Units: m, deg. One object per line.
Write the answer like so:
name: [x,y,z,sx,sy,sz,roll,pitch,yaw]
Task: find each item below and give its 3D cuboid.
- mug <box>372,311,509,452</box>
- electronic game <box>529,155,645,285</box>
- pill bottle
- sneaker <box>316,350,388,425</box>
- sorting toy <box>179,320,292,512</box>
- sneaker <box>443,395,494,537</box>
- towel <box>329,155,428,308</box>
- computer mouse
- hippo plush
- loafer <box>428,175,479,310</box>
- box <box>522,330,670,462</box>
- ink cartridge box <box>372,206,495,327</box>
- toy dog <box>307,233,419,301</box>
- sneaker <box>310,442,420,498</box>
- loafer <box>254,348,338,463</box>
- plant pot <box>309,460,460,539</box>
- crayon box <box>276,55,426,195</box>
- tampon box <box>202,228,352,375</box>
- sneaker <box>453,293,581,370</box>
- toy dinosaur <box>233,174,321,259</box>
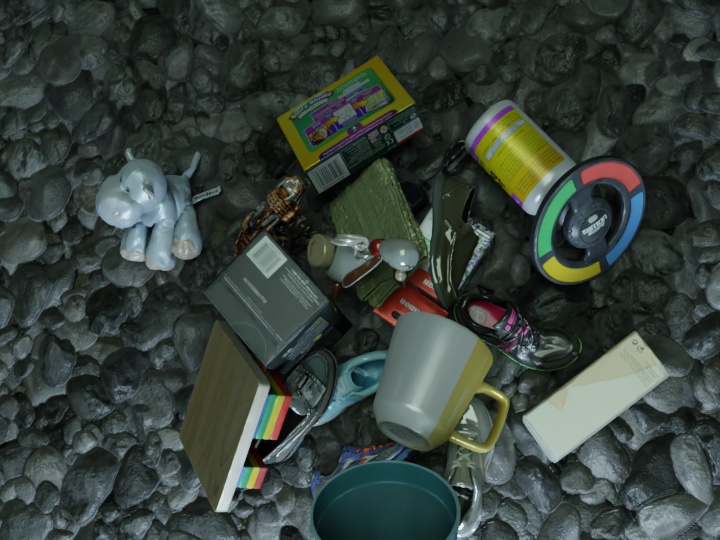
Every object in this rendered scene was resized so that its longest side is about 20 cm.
mug: [0.106,0.167,1.156,0.184,0.150,0.155,16,62,22]
electronic game: [0.329,-0.069,1.205,0.199,0.201,0.042,-39,39,-1]
pill bottle: [0.258,-0.157,1.272,0.104,0.104,0.200,-41,73,-2]
sneaker: [-0.027,0.170,1.257,0.198,0.082,0.075,-30,73,3]
sorting toy: [-0.182,0.209,1.222,0.199,0.069,0.203,40,114,55]
sneaker: [0.152,0.278,1.196,0.074,0.092,0.204,3,77,11]
towel: [0.026,-0.060,1.283,0.148,0.036,0.202,-41,58,33]
computer mouse: [0.104,-0.136,1.337,0.199,0.034,0.059,-39,57,-6]
hippo plush: [-0.326,-0.099,1.331,0.199,0.161,0.160,-35,73,1]
loafer: [0.140,-0.043,1.229,0.068,0.075,0.204,-1,77,13]
box: [0.331,0.182,1.187,0.199,0.095,0.078,-36,73,-1]
ink cartridge box: [0.111,0.004,1.288,0.108,0.050,0.202,33,84,14]
toy dog: [0.000,0.000,1.194,0.129,0.200,0.098,3,92,-17]
sneaker: [0.007,0.285,1.232,0.198,0.075,0.079,-33,70,-1]
loafer: [-0.097,0.207,1.227,0.071,0.063,0.202,36,110,22]
plant pot: [0.037,0.396,1.123,0.196,0.201,0.191,1,115,10]
crayon box: [-0.019,-0.233,1.323,0.198,0.059,0.173,-31,41,2]
tampon box: [-0.116,0.056,1.238,0.126,0.200,0.150,-43,75,-2]
sneaker: [0.227,0.090,1.231,0.197,0.084,0.078,20,82,14]
toy dinosaur: [-0.143,-0.073,1.296,0.198,0.135,0.104,-24,84,29]
